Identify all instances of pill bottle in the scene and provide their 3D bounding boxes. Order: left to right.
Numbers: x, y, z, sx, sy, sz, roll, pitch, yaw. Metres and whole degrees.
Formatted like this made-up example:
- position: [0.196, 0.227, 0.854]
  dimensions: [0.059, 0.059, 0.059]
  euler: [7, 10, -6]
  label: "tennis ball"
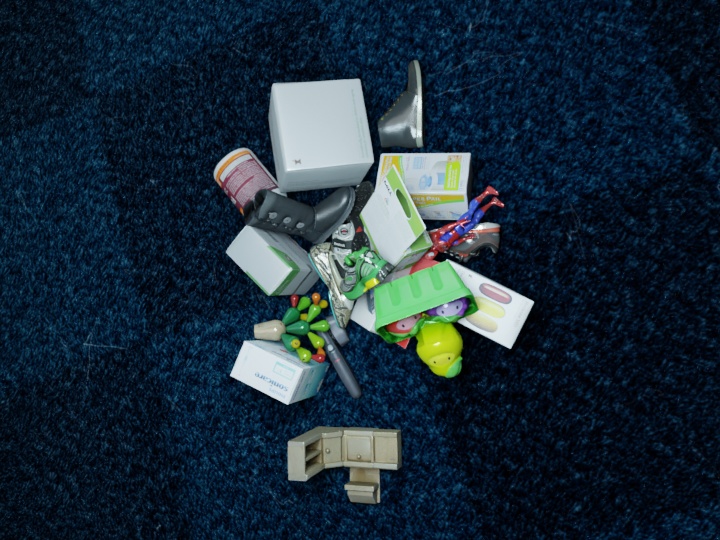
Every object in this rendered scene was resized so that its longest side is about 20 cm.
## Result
- position: [-0.247, -0.182, 1.468]
  dimensions: [0.114, 0.114, 0.200]
  euler: [-42, 77, 8]
  label: "pill bottle"

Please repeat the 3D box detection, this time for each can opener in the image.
- position: [-0.049, 0.200, 1.411]
  dimensions: [0.078, 0.063, 0.201]
  euler: [-27, 79, 10]
  label: "can opener"

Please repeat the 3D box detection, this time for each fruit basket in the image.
- position: [0.139, 0.111, 1.224]
  dimensions: [0.215, 0.156, 0.216]
  euler: [-5, 70, 15]
  label: "fruit basket"

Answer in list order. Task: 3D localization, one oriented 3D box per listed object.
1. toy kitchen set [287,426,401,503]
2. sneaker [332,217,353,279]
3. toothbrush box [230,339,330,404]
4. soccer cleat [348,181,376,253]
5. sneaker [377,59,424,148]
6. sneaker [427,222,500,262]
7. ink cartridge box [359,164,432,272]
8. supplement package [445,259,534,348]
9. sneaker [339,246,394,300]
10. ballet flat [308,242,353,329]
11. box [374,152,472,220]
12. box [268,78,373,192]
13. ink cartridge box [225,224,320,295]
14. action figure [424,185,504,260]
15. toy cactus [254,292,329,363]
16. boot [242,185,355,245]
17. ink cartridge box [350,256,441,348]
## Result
- position: [-0.028, 0.435, 1.325]
  dimensions: [0.199, 0.180, 0.164]
  euler: [-3, 86, 18]
  label: "toy kitchen set"
- position: [-0.038, -0.075, 1.420]
  dimensions: [0.074, 0.088, 0.201]
  euler: [0, 87, 13]
  label: "sneaker"
- position: [-0.173, 0.219, 1.371]
  dimensions: [0.146, 0.200, 0.086]
  euler: [23, 92, 16]
  label: "toothbrush box"
- position: [0.018, -0.098, 1.376]
  dimensions: [0.068, 0.073, 0.201]
  euler: [-11, 72, 33]
  label: "soccer cleat"
- position: [0.092, -0.381, 1.416]
  dimensions: [0.106, 0.075, 0.201]
  euler: [-1, 86, 11]
  label: "sneaker"
- position: [0.210, -0.056, 1.362]
  dimensions: [0.199, 0.077, 0.082]
  euler: [-6, 90, 14]
  label: "sneaker"
- position: [0.087, -0.104, 1.235]
  dimensions: [0.076, 0.200, 0.148]
  euler: [-16, 73, -27]
  label: "ink cartridge box"
- position: [0.255, 0.071, 1.319]
  dimensions: [0.200, 0.110, 0.114]
  euler: [26, 93, 15]
  label: "supplement package"
- position: [0.000, 0.000, 1.282]
  dimensions: [0.085, 0.200, 0.078]
  euler: [47, 63, -2]
  label: "sneaker"
- position: [-0.050, 0.030, 1.395]
  dimensions: [0.075, 0.068, 0.201]
  euler: [-22, 88, 14]
  label: "ballet flat"
- position: [0.140, -0.184, 1.357]
  dimensions: [0.199, 0.101, 0.113]
  euler: [3, 61, 15]
  label: "box"
- position: [-0.094, -0.297, 1.378]
  dimensions: [0.199, 0.171, 0.200]
  euler: [-8, 83, -11]
  label: "box"
- position: [-0.186, -0.019, 1.396]
  dimensions: [0.146, 0.200, 0.084]
  euler: [44, 100, 14]
  label: "ink cartridge box"
- position: [0.212, -0.091, 1.295]
  dimensions: [0.200, 0.065, 0.052]
  euler: [-39, 50, 1]
  label: "action figure"
- position: [-0.149, 0.125, 1.350]
  dimensions: [0.164, 0.102, 0.200]
  euler: [-4, 49, -4]
  label: "toy cactus"
- position: [-0.130, -0.141, 1.331]
  dimensions: [0.165, 0.200, 0.066]
  euler: [-52, 41, 25]
  label: "boot"
- position: [0.073, 0.046, 1.352]
  dimensions: [0.176, 0.045, 0.201]
  euler: [26, 93, 56]
  label: "ink cartridge box"
